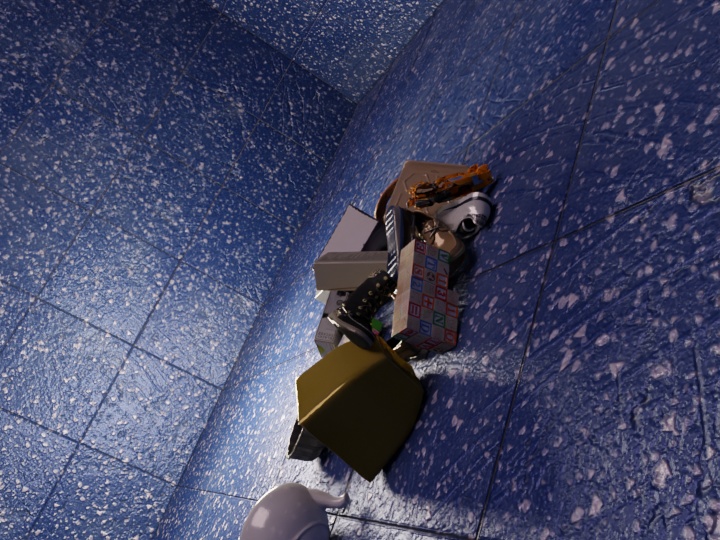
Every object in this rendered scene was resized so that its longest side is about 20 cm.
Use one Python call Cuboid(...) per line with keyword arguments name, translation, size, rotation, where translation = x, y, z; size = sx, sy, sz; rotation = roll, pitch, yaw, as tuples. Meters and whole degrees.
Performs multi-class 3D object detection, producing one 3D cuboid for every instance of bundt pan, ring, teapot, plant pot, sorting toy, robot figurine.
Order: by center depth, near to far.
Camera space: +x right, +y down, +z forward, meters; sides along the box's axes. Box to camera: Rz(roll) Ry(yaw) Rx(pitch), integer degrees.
Cuboid(name="teapot", translation=(-0.132, 0.534, 1.249), size=(0.145, 0.196, 0.202), rotation=(24, 117, 39))
Cuboid(name="plant pot", translation=(0.009, 0.245, 1.253), size=(0.200, 0.195, 0.194), rotation=(-46, 17, 6))
Cuboid(name="robot figurine", translation=(0.198, -0.192, 1.466), size=(0.198, 0.059, 0.145), rotation=(-18, 11, -4))
Cuboid(name="bundt pan", translation=(-0.115, 0.380, 1.568), size=(0.202, 0.075, 0.203), rotation=(-158, 90, -82))
Cuboid(name="sorting toy", translation=(0.171, -0.185, 1.600), size=(0.037, 0.184, 0.201), rotation=(63, -139, -55))
Cuboid(name="ring", translation=(0.118, -0.201, 1.753), size=(0.019, 0.200, 0.201), rotation=(49, 116, 28))

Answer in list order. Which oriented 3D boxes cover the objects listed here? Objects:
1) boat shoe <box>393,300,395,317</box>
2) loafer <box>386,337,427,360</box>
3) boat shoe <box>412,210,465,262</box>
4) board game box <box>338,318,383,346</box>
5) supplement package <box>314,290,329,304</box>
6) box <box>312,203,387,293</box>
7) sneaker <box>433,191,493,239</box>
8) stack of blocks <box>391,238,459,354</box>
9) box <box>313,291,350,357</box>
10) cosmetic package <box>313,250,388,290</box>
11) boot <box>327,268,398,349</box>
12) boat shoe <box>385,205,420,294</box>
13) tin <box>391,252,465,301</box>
Cuboid(name="boat shoe", translation=(0.118, 0.059, 1.451), size=(0.075, 0.068, 0.201), rotation=(-50, 18, 32))
Cuboid(name="loafer", translation=(0.082, 0.162, 1.387), size=(0.072, 0.063, 0.200), rotation=(-66, 16, -20))
Cuboid(name="boat shoe", translation=(0.160, -0.076, 1.385), size=(0.071, 0.065, 0.200), rotation=(-39, 30, -3))
Cuboid(name="board game box", translation=(-0.025, 0.217, 1.623), size=(0.201, 0.040, 0.153), rotation=(-64, 15, -14))
Cuboid(name="supplement package", translation=(-0.035, 0.024, 1.919), size=(0.200, 0.117, 0.118), rotation=(-44, 23, 47))
Cuboid(name="box", translation=(0.012, -0.037, 1.679), size=(0.123, 0.198, 0.201), rotation=(33, 95, 38))
Cuboid(name="sneaker", translation=(0.218, -0.105, 1.429), size=(0.200, 0.076, 0.081), rotation=(-35, 36, 60))
Cuboid(name="stack of blocks", translation=(0.134, 0.051, 1.264), size=(0.059, 0.114, 0.202), rotation=(-40, 36, 53))
Cuboid(name="box", translation=(-0.067, 0.141, 1.803), size=(0.117, 0.060, 0.201), rotation=(75, -153, -57))
Cuboid(name="cosmetic package", translation=(0.000, 0.000, 1.502), size=(0.104, 0.198, 0.074), rotation=(-40, -54, -65))
Cuboid(name="boot", translation=(0.018, 0.069, 1.263), size=(0.154, 0.074, 0.203), rotation=(-46, 16, -7))
Cuboid(name="boat shoe", translation=(0.099, -0.045, 1.369), size=(0.072, 0.072, 0.202), rotation=(137, 135, -66))
Cuboid(name="tin", translation=(0.147, 0.001, 1.394), size=(0.200, 0.042, 0.112), rotation=(-46, 35, -14))
